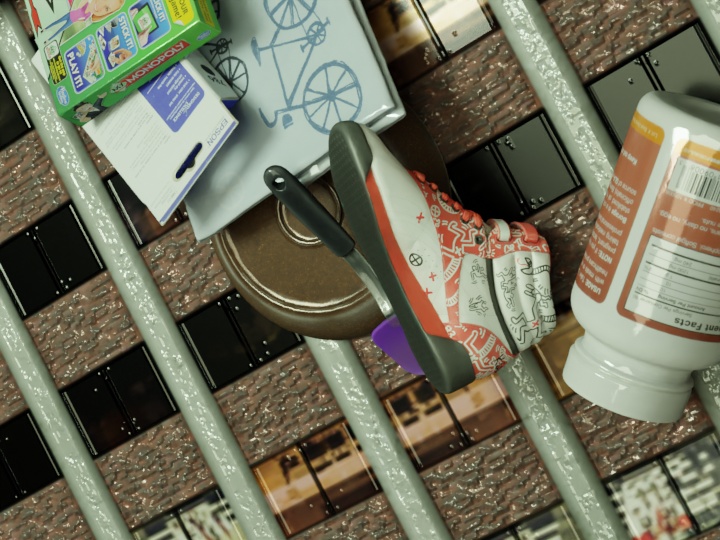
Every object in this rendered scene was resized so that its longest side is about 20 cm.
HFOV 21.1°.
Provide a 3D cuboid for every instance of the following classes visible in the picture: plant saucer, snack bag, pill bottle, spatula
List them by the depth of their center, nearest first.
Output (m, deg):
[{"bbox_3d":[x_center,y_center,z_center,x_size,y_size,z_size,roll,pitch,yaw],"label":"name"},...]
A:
[{"bbox_3d":[0.204,-0.007,1.261,0.112,0.112,0.200,24,107,19],"label":"pill bottle"},{"bbox_3d":[0.000,0.000,1.359,0.057,0.021,0.200,-36,106,22],"label":"spatula"},{"bbox_3d":[-0.074,-0.137,1.388,0.200,0.021,0.189,-34,65,26],"label":"snack bag"},{"bbox_3d":[-0.031,-0.045,1.404,0.200,0.034,0.200,4,99,23],"label":"plant saucer"}]

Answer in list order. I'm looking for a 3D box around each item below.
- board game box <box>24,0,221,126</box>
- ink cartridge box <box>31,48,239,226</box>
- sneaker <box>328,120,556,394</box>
[{"bbox_3d":[-0.187,-0.224,1.407,0.135,0.029,0.200,-31,63,23],"label":"board game box"},{"bbox_3d":[-0.157,-0.128,1.409,0.099,0.039,0.200,-50,57,18],"label":"ink cartridge box"},{"bbox_3d":[0.061,-0.026,1.324,0.108,0.067,0.201,-26,96,-16],"label":"sneaker"}]
